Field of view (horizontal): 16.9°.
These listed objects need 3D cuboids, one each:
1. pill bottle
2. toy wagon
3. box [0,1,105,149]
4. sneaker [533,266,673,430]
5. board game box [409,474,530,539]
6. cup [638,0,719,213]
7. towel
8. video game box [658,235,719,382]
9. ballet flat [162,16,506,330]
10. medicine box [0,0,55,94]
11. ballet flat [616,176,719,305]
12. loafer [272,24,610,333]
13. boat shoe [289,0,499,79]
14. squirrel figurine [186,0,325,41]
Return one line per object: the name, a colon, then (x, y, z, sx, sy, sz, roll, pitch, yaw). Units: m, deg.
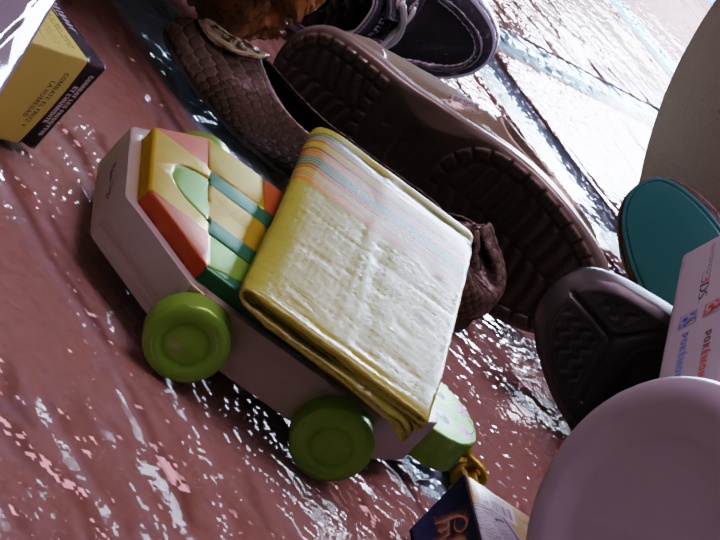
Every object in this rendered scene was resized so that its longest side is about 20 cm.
pill bottle: (0.162, 0.118, 0.886, 0.200, 0.116, 0.116, 24, 26, -43)
toy wagon: (-0.020, 0.021, 0.955, 0.200, 0.040, 0.155, 36, 21, -19)
box: (-0.184, -0.099, 0.870, 0.200, 0.050, 0.075, 13, 35, -57)
sneaker: (0.146, 0.049, 1.175, 0.199, 0.076, 0.114, 35, 18, -30)
board game box: (0.110, 0.173, 0.899, 0.200, 0.035, 0.136, 35, 21, -23)
cup: (0.258, -0.064, 1.527, 0.200, 0.143, 0.200, 37, 21, -16)
towel: (0.000, 0.000, 0.960, 0.086, 0.018, 0.200, 36, 21, -6)
video game box: (0.203, 0.106, 1.081, 0.200, 0.047, 0.182, 49, 36, -20)
ballet flat: (-0.008, -0.053, 1.124, 0.200, 0.046, 0.067, 43, 18, -1)
medicine box: (-0.192, -0.036, 0.488, 0.182, 0.200, 0.103, 38, 17, -12)
ballet flat: (0.207, 0.035, 1.361, 0.200, 0.068, 0.067, 61, 6, 30)
loafer: (0.047, -0.051, 1.184, 0.200, 0.076, 0.068, 44, 25, 4)
boat shoe: (-0.001, -0.145, 1.295, 0.200, 0.072, 0.068, 27, 23, -33)
squirrel figurine: (-0.058, -0.190, 1.117, 0.186, 0.142, 0.200, 10, -16, 11)
